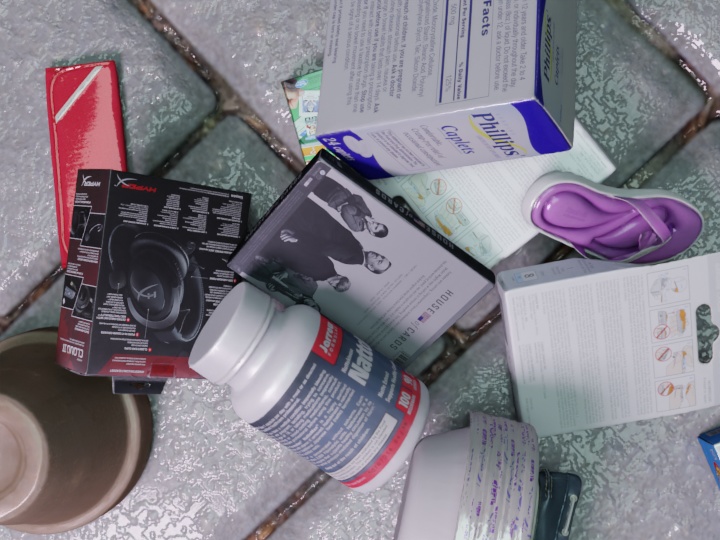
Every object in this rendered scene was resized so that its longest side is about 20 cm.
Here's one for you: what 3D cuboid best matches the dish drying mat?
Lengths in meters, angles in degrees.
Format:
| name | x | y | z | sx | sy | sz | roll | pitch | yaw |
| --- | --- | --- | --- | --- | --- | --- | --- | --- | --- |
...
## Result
| name | x | y | z | sx | sy | sz | roll | pitch | yaw |
| --- | --- | --- | --- | --- | --- | --- | --- | --- | --- |
| dish drying mat | -0.271 | -0.105 | 1.007 | 0.076 | 0.018 | 0.201 | -5 | 89 | 3 |

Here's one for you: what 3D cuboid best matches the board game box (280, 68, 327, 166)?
| name | x | y | z | sx | sy | sz | roll | pitch | yaw |
| --- | --- | --- | --- | --- | --- | --- | --- | --- | --- |
| board game box | 0.036 | -0.146 | 0.982 | 0.199 | 0.029 | 0.135 | -16 | 90 | 3 |

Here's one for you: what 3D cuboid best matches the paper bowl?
| name | x | y | z | sx | sy | sz | roll | pitch | yaw |
| --- | --- | --- | --- | --- | --- | --- | --- | --- | --- |
| paper bowl | 0.086 | 0.223 | 0.891 | 0.104 | 0.201 | 0.202 | 12 | 91 | 4 |

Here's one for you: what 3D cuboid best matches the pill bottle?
| name | x | y | z | sx | sy | sz | roll | pitch | yaw |
| --- | --- | --- | --- | --- | --- | --- | --- | --- | --- |
| pill bottle | -0.048 | 0.101 | 0.914 | 0.200 | 0.120 | 0.120 | 35 | 92 | -16 |

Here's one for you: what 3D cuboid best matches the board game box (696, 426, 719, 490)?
| name | x | y | z | sx | sy | sz | roll | pitch | yaw |
| --- | --- | --- | --- | --- | --- | --- | --- | --- | --- |
| board game box | 0.449 | 0.211 | 0.940 | 0.199 | 0.056 | 0.197 | -23 | 88 | 3 |

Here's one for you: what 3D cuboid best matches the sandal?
| name | x | y | z | sx | sy | sz | roll | pitch | yaw |
| --- | --- | --- | --- | --- | --- | --- | --- | --- | --- |
| sandal | 0.234 | -0.035 | 0.918 | 0.202 | 0.050 | 0.083 | 8 | 123 | -25 |

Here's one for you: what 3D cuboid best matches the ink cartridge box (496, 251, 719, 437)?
| name | x | y | z | sx | sy | sz | roll | pitch | yaw |
| --- | --- | --- | --- | --- | --- | --- | --- | --- | --- |
| ink cartridge box | 0.234 | 0.063 | 0.931 | 0.199 | 0.047 | 0.161 | -11 | 114 | 2 |

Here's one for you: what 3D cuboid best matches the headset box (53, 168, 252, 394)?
| name | x | y | z | sx | sy | sz | roll | pitch | yaw |
| --- | --- | --- | --- | --- | --- | --- | --- | --- | --- |
| headset box | -0.191 | 0.016 | 0.935 | 0.148 | 0.077 | 0.201 | 6 | 92 | -39 |

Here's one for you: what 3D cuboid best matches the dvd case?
| name | x | y | z | sx | sy | sz | roll | pitch | yaw |
| --- | --- | --- | --- | --- | --- | --- | --- | --- | --- |
| dvd case | 0.000 | 0.000 | 0.924 | 0.200 | 0.025 | 0.150 | 35 | 121 | -17 |

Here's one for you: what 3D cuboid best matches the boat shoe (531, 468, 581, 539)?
| name | x | y | z | sx | sy | sz | roll | pitch | yaw |
| --- | --- | --- | --- | --- | --- | --- | --- | --- | --- |
| boat shoe | 0.169 | 0.282 | 0.947 | 0.061 | 0.075 | 0.201 | 4 | 96 | -2 |

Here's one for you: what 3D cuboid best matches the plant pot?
| name | x | y | z | sx | sy | sz | roll | pitch | yaw |
| --- | --- | --- | --- | --- | --- | --- | --- | --- | --- |
| plant pot | -0.308 | 0.156 | 0.932 | 0.199 | 0.175 | 0.201 | 0 | 89 | 3 |

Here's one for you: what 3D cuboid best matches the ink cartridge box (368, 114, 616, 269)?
| name | x | y | z | sx | sy | sz | roll | pitch | yaw |
| --- | --- | --- | --- | --- | --- | --- | --- | --- | --- |
| ink cartridge box | 0.112 | -0.093 | 0.949 | 0.200 | 0.050 | 0.162 | -39 | 89 | 14 |

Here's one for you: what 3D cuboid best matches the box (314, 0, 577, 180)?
| name | x | y | z | sx | sy | sz | roll | pitch | yaw |
| --- | --- | --- | --- | --- | --- | --- | --- | --- | --- |
| box | 0.077 | -0.189 | 0.868 | 0.199 | 0.105 | 0.185 | -5 | 69 | 29 |
